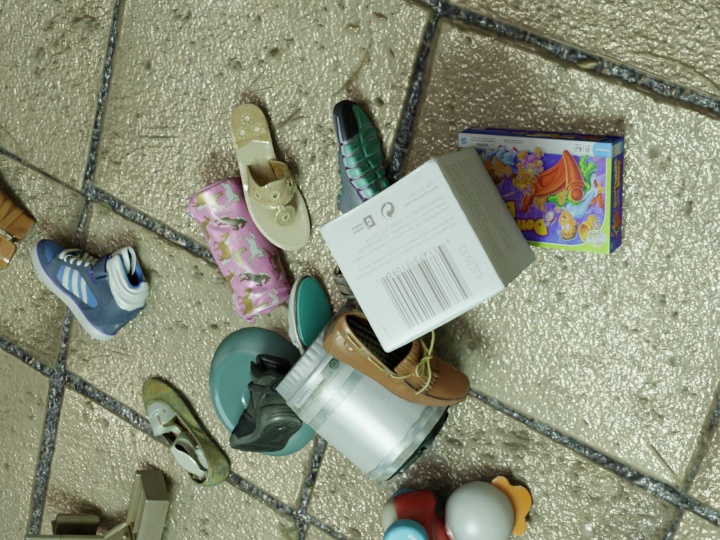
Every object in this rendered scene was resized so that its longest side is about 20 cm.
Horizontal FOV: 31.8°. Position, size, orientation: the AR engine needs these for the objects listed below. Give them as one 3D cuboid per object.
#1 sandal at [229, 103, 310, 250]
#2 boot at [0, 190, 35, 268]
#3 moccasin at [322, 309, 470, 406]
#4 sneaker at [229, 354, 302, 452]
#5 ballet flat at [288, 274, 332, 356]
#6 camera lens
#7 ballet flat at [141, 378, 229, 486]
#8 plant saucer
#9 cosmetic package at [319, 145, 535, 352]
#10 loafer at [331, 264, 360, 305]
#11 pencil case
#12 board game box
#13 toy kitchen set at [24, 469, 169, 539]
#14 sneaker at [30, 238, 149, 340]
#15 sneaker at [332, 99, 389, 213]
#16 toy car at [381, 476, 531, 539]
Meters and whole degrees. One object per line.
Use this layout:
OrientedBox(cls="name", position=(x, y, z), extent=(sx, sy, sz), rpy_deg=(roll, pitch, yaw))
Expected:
OrientedBox(cls="sandal", position=(-0.129, -0.125, 1.715), extent=(0.077, 0.070, 0.213), rpy_deg=(-20, 92, 1))
OrientedBox(cls="boot", position=(-0.583, -0.115, 1.998), extent=(0.154, 0.201, 0.077), rpy_deg=(27, 164, -7))
OrientedBox(cls="moccasin", position=(0.053, 0.106, 1.567), extent=(0.201, 0.074, 0.078), rpy_deg=(33, 142, -13))
OrientedBox(cls="sneaker", position=(-0.133, 0.191, 1.791), extent=(0.200, 0.076, 0.115), rpy_deg=(129, 145, -57))
OrientedBox(cls="ballet flat", position=(-0.067, 0.106, 1.773), extent=(0.069, 0.069, 0.202), rpy_deg=(-15, 98, 33))
OrientedBox(cls="camera lens", position=(0.008, 0.164, 1.664), extent=(0.200, 0.160, 0.160), rpy_deg=(40, 122, -1))
OrientedBox(cls="ballet flat", position=(-0.281, 0.251, 1.941), extent=(0.200, 0.071, 0.071), rpy_deg=(49, 123, 9))
OrientedBox(cls="plant saucer", position=(-0.151, 0.186, 1.861), extent=(0.198, 0.036, 0.202), rpy_deg=(10, 109, 29))
OrientedBox(cls="cosmetic package", position=(0.084, -0.030, 1.478), extent=(0.164, 0.200, 0.166), rpy_deg=(-29, 90, 19))
OrientedBox(cls="loafer", position=(0.000, 0.000, 1.631), extent=(0.072, 0.200, 0.063), rpy_deg=(-36, 107, -4))
OrientedBox(cls="pencil case", position=(-0.168, -0.030, 1.776), extent=(0.086, 0.083, 0.201), rpy_deg=(-25, 92, 33))
OrientedBox(cls="board game box", position=(0.218, -0.100, 1.542), extent=(0.198, 0.045, 0.136), rpy_deg=(7, 109, 29))
OrientedBox(cls="toy kitchen set", position=(-0.431, 0.390, 2.028), extent=(0.163, 0.198, 0.182), rpy_deg=(-122, 42, -56))
OrientedBox(cls="sneaker", position=(-0.403, -0.007, 1.934), extent=(0.147, 0.080, 0.200), rpy_deg=(-46, 76, 25))
OrientedBox(cls="sneaker", position=(-0.012, -0.119, 1.660), extent=(0.087, 0.074, 0.202), rpy_deg=(-15, 98, 38))
OrientedBox(cls="toy car", position=(0.143, 0.358, 1.685), extent=(0.199, 0.184, 0.178), rpy_deg=(-23, 93, 6))
